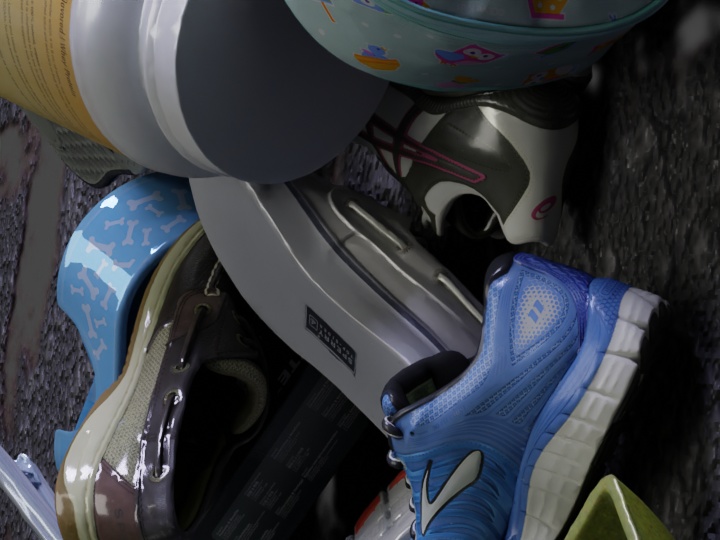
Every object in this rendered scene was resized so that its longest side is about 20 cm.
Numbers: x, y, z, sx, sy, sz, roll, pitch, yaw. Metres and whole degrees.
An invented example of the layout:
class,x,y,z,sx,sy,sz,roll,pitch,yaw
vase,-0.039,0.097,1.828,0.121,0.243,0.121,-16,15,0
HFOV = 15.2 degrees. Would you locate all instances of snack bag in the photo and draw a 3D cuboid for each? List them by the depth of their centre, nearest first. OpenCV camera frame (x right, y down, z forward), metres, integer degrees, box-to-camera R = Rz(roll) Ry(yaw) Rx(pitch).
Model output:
class,x,y,z,sx,sy,sz,roll,pitch,yaw
snack bag,-0.120,0.163,1.328,0.189,0.021,0.200,49,171,18

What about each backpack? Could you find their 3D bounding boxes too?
class,x,y,z,sx,sy,sz,roll,pitch,yaw
backpack,0.048,-0.173,1.026,0.153,0.175,0.202,165,106,-69

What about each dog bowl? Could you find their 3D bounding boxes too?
class,x,y,z,sx,sy,sz,roll,pitch,yaw
dog bowl,-0.097,0.049,1.393,0.050,0.111,0.201,39,133,46

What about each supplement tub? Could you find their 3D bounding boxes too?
class,x,y,z,sx,sy,sz,roll,pitch,yaw
supplement tub,-0.091,-0.124,1.154,0.199,0.144,0.146,26,110,44

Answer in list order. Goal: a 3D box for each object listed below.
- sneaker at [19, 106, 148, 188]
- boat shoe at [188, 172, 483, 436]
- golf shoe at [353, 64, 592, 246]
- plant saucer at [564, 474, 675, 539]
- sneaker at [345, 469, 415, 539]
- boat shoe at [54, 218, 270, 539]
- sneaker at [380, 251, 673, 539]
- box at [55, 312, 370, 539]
class,x,y,z,sx,sy,sz,roll,pitch,yaw
sneaker,-0.102,-0.116,1.422,0.146,0.077,0.202,-45,20,-16
boat shoe,0.000,0.000,1.169,0.200,0.065,0.072,42,145,35
golf shoe,0.031,-0.056,1.174,0.200,0.077,0.089,-175,84,-68
plant saucer,0.100,0.213,0.981,0.200,0.048,0.201,-108,33,-43
sneaker,0.021,0.154,1.172,0.200,0.082,0.077,-52,7,20
boat shoe,-0.070,0.053,1.204,0.073,0.064,0.201,69,-148,-42
sneaker,0.047,0.077,1.059,0.079,0.089,0.201,-37,-26,-61
box,-0.055,0.060,1.286,0.201,0.046,0.159,-55,27,4
